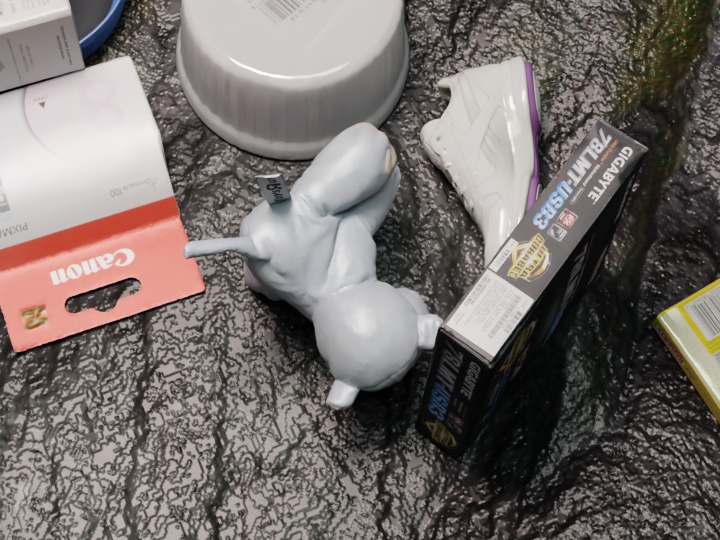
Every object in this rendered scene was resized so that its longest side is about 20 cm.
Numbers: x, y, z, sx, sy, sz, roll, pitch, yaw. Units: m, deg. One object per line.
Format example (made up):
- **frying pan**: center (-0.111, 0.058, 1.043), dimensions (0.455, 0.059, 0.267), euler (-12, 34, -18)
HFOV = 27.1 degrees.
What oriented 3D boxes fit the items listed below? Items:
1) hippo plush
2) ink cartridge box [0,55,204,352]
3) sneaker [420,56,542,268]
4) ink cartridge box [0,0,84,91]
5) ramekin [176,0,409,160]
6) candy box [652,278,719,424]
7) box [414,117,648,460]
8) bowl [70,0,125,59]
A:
- **hippo plush**: center (0.000, 0.000, 1.092), dimensions (0.159, 0.200, 0.161), euler (-42, 81, 3)
- **ink cartridge box**: center (-0.226, -0.057, 1.176), dimensions (0.161, 0.057, 0.202), euler (-18, 63, -11)
- **sneaker**: center (0.098, -0.075, 1.196), dimensions (0.098, 0.075, 0.202), euler (-4, 61, 12)
- **ink cartridge box**: center (-0.334, -0.212, 1.178), dimensions (0.197, 0.083, 0.148), euler (-16, 66, -9)
- **ramekin**: center (-0.055, -0.202, 1.222), dimensions (0.197, 0.098, 0.203), euler (1, 65, -2)
- **candy box**: center (0.337, 0.033, 1.171), dimensions (0.198, 0.026, 0.103), euler (-28, 73, -14)
- **box**: center (0.119, 0.019, 1.072), dimensions (0.049, 0.201, 0.199), euler (36, 68, 13)
- **bowl**: center (-0.292, -0.248, 1.265), dimensions (0.197, 0.039, 0.203), euler (1, 65, -2)
